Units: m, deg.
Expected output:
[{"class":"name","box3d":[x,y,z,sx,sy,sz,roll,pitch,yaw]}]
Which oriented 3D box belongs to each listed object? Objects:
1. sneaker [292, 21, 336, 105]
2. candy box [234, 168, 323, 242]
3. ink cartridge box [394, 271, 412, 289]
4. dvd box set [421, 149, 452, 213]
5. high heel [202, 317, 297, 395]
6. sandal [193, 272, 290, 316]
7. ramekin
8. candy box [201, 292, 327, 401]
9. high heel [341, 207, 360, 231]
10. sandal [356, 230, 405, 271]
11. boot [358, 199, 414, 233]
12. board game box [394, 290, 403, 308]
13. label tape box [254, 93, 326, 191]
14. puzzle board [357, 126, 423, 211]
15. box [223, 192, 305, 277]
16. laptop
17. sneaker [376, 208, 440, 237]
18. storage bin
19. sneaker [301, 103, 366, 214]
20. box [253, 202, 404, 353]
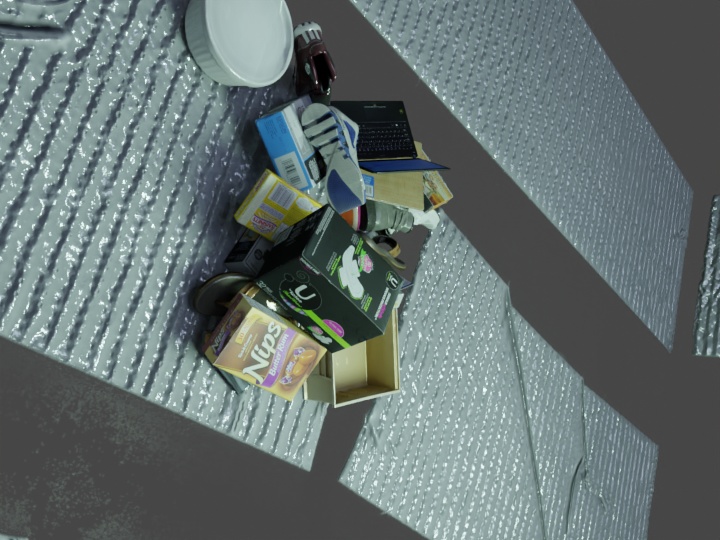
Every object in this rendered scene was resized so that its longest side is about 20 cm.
[{"class":"sneaker","box3d":[-0.081,-0.348,1.449,0.074,0.117,0.202,-20,145,-7]},{"class":"candy box","box3d":[-0.121,-0.091,1.380,0.198,0.027,0.103,30,104,-42]},{"class":"ink cartridge box","box3d":[0.000,0.000,1.516,0.098,0.198,0.040,-16,134,-50]},{"class":"dvd box set","box3d":[0.133,-0.202,1.691,0.148,0.029,0.200,57,22,2]},{"class":"high heel","box3d":[-0.191,0.103,1.384,0.201,0.070,0.144,-51,130,-25]},{"class":"sandal","box3d":[-0.189,0.055,1.342,0.195,0.055,0.083,10,114,-24]},{"class":"ramekin","box3d":[-0.217,-0.418,1.358,0.199,0.093,0.209,3,86,-47]},{"class":"candy box","box3d":[-0.161,0.135,1.332,0.199,0.056,0.118,34,93,-42]},{"class":"high heel","box3d":[-0.022,-0.184,1.593,0.096,0.066,0.205,-39,123,-56]},{"class":"sandal","box3d":[0.046,-0.050,1.620,0.055,0.081,0.199,-59,145,-2]},{"class":"boot","box3d":[0.048,-0.178,1.625,0.128,0.067,0.206,-3,86,-32]},{"class":"board game box","box3d":[-0.024,0.030,1.532,0.197,0.134,0.035,-3,125,-48]},{"class":"label tape box","box3d":[-0.105,-0.244,1.442,0.147,0.062,0.201,67,25,-17]},{"class":"puzzle board","box3d":[0.037,-0.206,1.551,0.195,0.017,0.155,10,67,-23]},{"class":"box","box3d":[-0.153,-0.052,1.442,0.117,0.059,0.203,50,55,-33]},{"class":"laptop","box3d":[0.055,-0.263,1.511,0.173,0.103,0.205,-6,74,-29]},{"class":"sneaker","box3d":[0.088,-0.111,1.714,0.198,0.075,0.118,30,74,-34]},{"class":"storage bin","box3d":[-0.018,0.153,1.562,0.197,0.092,0.205,-3,91,-47]},{"class":"sneaker","box3d":[-0.030,-0.216,1.418,0.115,0.079,0.204,-43,116,-61]},{"class":"box","box3d":[-0.051,0.018,1.318,0.200,0.147,0.126,44,48,-21]}]
